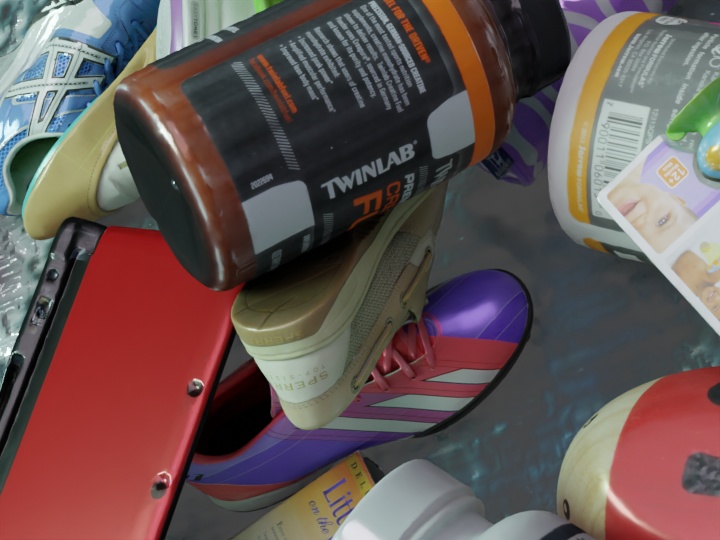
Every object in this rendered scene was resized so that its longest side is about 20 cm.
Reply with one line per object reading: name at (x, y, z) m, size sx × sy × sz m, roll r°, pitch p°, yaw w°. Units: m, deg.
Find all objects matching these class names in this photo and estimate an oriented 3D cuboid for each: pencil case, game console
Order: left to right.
game console at (-0.126, 0.087, 0.871) m, size 0.118 × 0.172 × 0.201 m, roll 17°, pitch 74°, yaw 7°
pencil case at (0.107, -0.137, 0.879) m, size 0.200 × 0.085 × 0.084 m, roll -51°, pitch 21°, yaw -6°

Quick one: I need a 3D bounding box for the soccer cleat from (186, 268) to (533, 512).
soccer cleat at (-0.007, 0.055, 0.853) m, size 0.199 × 0.073 × 0.069 m, roll -29°, pitch 57°, yaw 12°

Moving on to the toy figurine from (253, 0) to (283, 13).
toy figurine at (0.034, -0.198, 0.889) m, size 0.183 × 0.150 × 0.201 m, roll -28°, pitch 45°, yaw 19°

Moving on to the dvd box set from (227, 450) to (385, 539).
dvd box set at (-0.047, 0.201, 0.830) m, size 0.200 × 0.029 × 0.147 m, roll -36°, pitch 56°, yaw 9°

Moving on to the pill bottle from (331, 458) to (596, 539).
pill bottle at (0.078, 0.171, 0.705) m, size 0.199 × 0.120 × 0.120 m, roll 34°, pitch 84°, yaw 24°

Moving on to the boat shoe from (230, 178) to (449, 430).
boat shoe at (0.000, 0.000, 0.823) m, size 0.072 × 0.065 × 0.200 m, roll -8°, pitch 27°, yaw 25°

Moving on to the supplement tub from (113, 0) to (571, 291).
supplement tub at (-0.004, -0.078, 0.777) m, size 0.199 × 0.107 × 0.107 m, roll -28°, pitch 54°, yaw -16°

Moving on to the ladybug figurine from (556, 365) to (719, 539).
ladybug figurine at (0.174, 0.101, 0.740) m, size 0.199 × 0.072 × 0.137 m, roll 4°, pitch 69°, yaw 28°

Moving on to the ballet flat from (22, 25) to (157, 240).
ballet flat at (-0.117, -0.090, 0.986) m, size 0.063 × 0.069 × 0.201 m, roll 34°, pitch 86°, yaw 21°

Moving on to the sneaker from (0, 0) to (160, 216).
sneaker at (-0.167, -0.115, 1.027) m, size 0.200 × 0.076 × 0.077 m, roll -43°, pitch 73°, yaw 6°

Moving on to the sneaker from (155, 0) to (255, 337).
sneaker at (-0.058, -0.065, 0.933) m, size 0.075 × 0.099 × 0.202 m, roll 163°, pitch 105°, yaw -68°

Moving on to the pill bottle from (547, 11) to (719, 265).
pill bottle at (0.194, -0.047, 0.775) m, size 0.199 × 0.116 × 0.117 m, roll 15°, pitch 74°, yaw 31°

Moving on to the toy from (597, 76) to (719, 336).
toy at (0.196, 0.001, 0.676) m, size 0.115 × 0.047 × 0.200 m, roll -43°, pitch 71°, yaw 10°
